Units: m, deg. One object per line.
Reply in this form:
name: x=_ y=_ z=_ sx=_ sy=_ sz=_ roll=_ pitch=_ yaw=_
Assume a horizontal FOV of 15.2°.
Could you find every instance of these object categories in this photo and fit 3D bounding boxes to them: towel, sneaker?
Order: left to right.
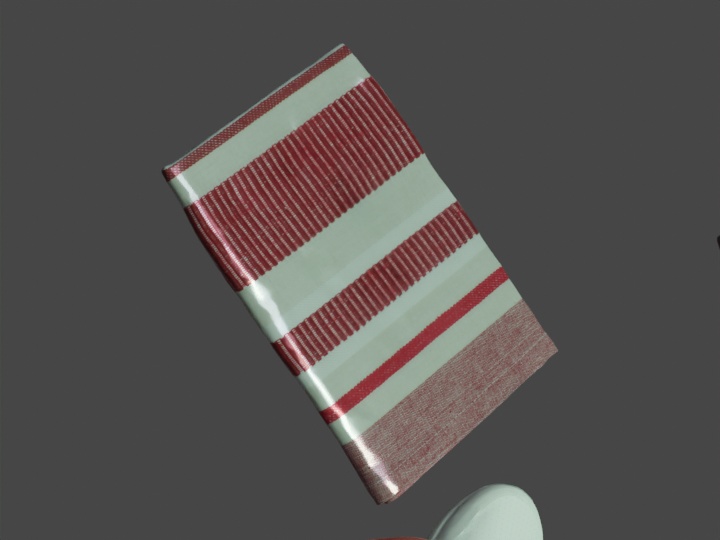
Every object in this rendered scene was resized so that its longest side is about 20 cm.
towel: x=0.000 y=0.000 z=1.366 sx=0.144 sy=0.023 sz=0.200 roll=-38 pitch=97 yaw=-37
sneaker: x=0.059 y=0.189 z=1.306 sx=0.070 sy=0.080 sz=0.201 roll=34 pitch=55 yaw=-21

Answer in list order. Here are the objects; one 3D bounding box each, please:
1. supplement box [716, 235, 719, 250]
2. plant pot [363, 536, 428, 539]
supplement box: x=0.287 y=0.059 z=1.534 sx=0.109 sy=0.061 sz=0.201 roll=-12 pitch=81 yaw=-39
plant pot: x=-0.053 y=0.208 z=1.154 sx=0.177 sy=0.200 sz=0.201 roll=6 pitch=71 yaw=-25
